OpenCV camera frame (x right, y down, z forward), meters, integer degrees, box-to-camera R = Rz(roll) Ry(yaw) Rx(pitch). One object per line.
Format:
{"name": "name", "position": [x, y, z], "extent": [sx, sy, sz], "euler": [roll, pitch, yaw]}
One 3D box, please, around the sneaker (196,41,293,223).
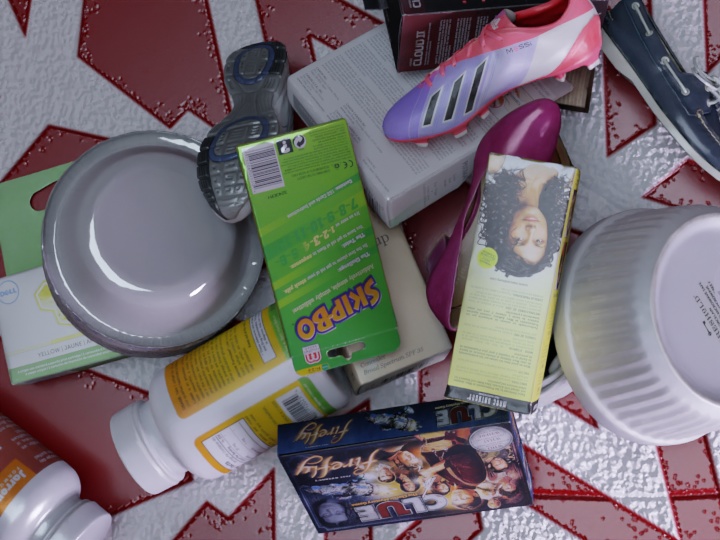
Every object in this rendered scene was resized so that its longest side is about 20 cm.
{"name": "sneaker", "position": [-0.089, -0.114, 1.321], "extent": [0.074, 0.087, 0.201], "euler": [-3, 48, 18]}

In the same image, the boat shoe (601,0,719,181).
{"name": "boat shoe", "position": [0.282, -0.158, 1.298], "extent": [0.062, 0.075, 0.200], "euler": [-41, 69, 16]}

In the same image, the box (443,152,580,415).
{"name": "box", "position": [0.123, 0.011, 1.189], "extent": [0.075, 0.050, 0.201], "euler": [10, 93, 13]}

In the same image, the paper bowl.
{"name": "paper bowl", "position": [-0.185, -0.027, 1.326], "extent": [0.199, 0.104, 0.202], "euler": [2, 79, -11]}

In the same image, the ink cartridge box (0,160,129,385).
{"name": "ink cartridge box", "position": [-0.279, -0.005, 1.406], "extent": [0.145, 0.048, 0.201], "euler": [-15, 84, 9]}

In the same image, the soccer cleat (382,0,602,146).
{"name": "soccer cleat", "position": [0.103, -0.171, 1.219], "extent": [0.199, 0.067, 0.077], "euler": [-24, 122, 6]}

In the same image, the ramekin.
{"name": "ramekin", "position": [0.266, 0.040, 1.211], "extent": [0.199, 0.105, 0.201], "euler": [6, 77, -27]}

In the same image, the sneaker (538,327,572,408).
{"name": "sneaker", "position": [0.199, 0.057, 1.269], "extent": [0.200, 0.116, 0.074], "euler": [-35, 77, 4]}

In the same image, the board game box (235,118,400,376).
{"name": "board game box", "position": [-0.034, -0.019, 1.243], "extent": [0.095, 0.030, 0.201], "euler": [-15, 95, -4]}

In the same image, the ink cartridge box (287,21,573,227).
{"name": "ink cartridge box", "position": [0.060, -0.152, 1.302], "extent": [0.199, 0.050, 0.161], "euler": [-30, 64, -16]}

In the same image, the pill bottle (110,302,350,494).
{"name": "pill bottle", "position": [-0.119, 0.117, 1.327], "extent": [0.199, 0.111, 0.111], "euler": [-30, 80, 7]}

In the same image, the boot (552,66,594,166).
{"name": "boot", "position": [0.118, -0.109, 1.322], "extent": [0.154, 0.077, 0.201], "euler": [9, 89, 14]}

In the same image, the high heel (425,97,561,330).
{"name": "high heel", "position": [0.114, -0.045, 1.233], "extent": [0.067, 0.096, 0.200], "euler": [27, 115, -22]}

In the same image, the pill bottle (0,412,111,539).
{"name": "pill bottle", "position": [-0.332, 0.201, 1.361], "extent": [0.200, 0.112, 0.112], "euler": [34, 91, 13]}

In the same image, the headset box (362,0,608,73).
{"name": "headset box", "position": [0.098, -0.256, 1.286], "extent": [0.199, 0.077, 0.149], "euler": [-7, 57, -7]}

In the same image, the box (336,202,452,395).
{"name": "box", "position": [0.000, 0.000, 1.324], "extent": [0.095, 0.078, 0.201], "euler": [-23, 81, -7]}

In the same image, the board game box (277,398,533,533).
{"name": "board game box", "position": [0.042, 0.168, 1.281], "extent": [0.199, 0.136, 0.035], "euler": [-10, 49, 10]}
